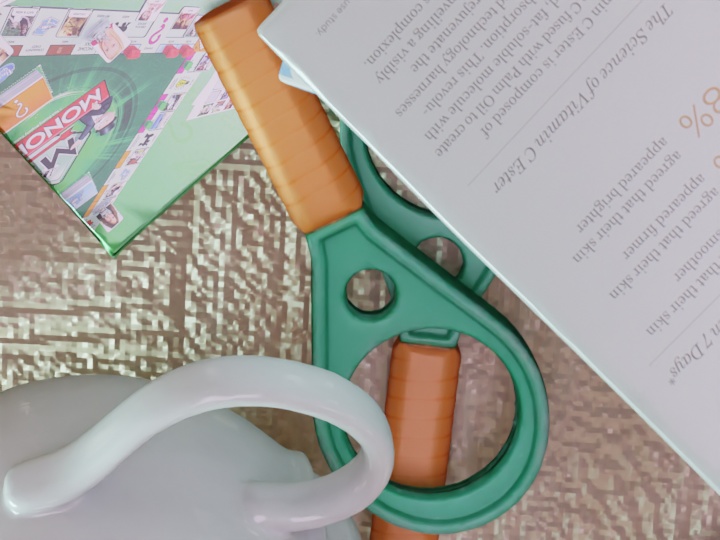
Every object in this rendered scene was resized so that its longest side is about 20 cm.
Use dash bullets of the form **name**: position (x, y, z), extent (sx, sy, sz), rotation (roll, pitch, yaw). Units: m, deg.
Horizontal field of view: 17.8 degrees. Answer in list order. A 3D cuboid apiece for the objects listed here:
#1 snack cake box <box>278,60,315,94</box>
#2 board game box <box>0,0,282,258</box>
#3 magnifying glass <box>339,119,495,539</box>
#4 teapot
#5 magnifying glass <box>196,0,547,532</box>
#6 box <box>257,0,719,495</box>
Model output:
- **snack cake box**: position (0.043, -0.148, 0.699), extent (0.067, 0.115, 0.201), rotation (18, 103, 5)
- **board game box**: position (-0.055, -0.119, 0.783), extent (0.200, 0.029, 0.135), rotation (-40, 101, 10)
- **magnifying glass**: position (0.026, 0.005, 0.816), extent (0.079, 0.022, 0.201), rotation (6, 105, 0)
- **teapot**: position (-0.053, 0.120, 0.765), extent (0.145, 0.200, 0.198), rotation (-6, 93, -6)
- **magnifying glass**: position (0.000, 0.000, 0.783), extent (0.079, 0.022, 0.201), rotation (-25, 104, 6)
- **box**: position (0.094, -0.038, 0.594), extent (0.200, 0.097, 0.124), rotation (45, 104, 5)
